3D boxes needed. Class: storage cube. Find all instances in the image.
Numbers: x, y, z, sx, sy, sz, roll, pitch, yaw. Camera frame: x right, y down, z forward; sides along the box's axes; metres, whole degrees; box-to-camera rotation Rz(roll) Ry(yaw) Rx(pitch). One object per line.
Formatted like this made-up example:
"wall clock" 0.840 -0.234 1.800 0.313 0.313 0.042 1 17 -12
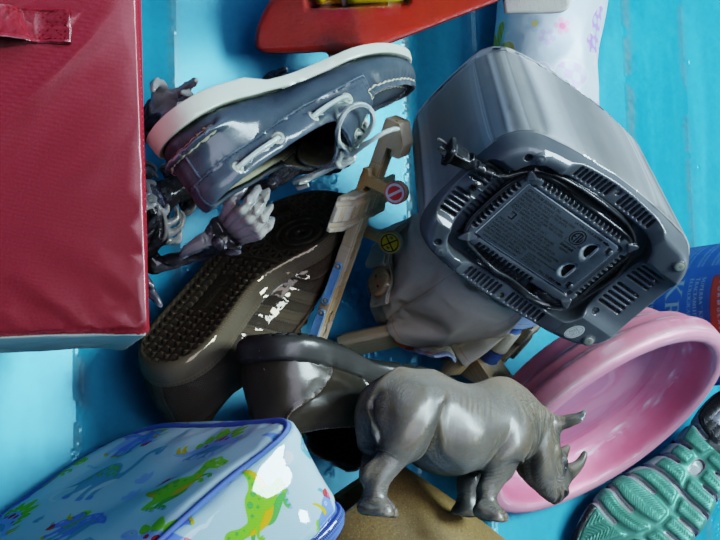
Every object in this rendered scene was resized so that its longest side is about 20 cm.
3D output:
"storage cube" -0.198 -0.049 0.740 0.171 0.200 0.180 -1 84 -13

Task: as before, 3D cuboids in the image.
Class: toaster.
"toaster" 0.108 -0.053 0.919 0.200 0.114 0.129 30 30 -27

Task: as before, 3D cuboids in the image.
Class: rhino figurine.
"rhino figurine" 0.073 0.107 0.883 0.200 0.060 0.088 10 82 -39

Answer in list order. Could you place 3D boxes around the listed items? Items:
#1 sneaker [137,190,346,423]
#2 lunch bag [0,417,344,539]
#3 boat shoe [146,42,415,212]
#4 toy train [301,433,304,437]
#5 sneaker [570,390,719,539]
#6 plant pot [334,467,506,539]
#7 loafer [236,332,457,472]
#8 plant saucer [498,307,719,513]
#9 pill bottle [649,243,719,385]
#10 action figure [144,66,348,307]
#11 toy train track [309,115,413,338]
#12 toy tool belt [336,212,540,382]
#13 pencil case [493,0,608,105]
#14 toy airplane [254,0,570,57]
"sneaker" -0.067 0.025 0.937 0.200 0.070 0.076 -44 136 -35
"lunch bag" -0.113 0.146 0.789 0.161 0.200 0.083 -38 107 -35
"boat shoe" -0.031 -0.084 0.840 0.200 0.075 0.062 -23 78 -49
"toy train" -0.076 0.170 0.883 0.042 0.056 0.200 25 57 -9
"sneaker" 0.244 0.178 1.141 0.200 0.088 0.074 -38 72 -13
"plant pot" 0.046 0.227 0.930 0.186 0.186 0.200 -36 91 -35
"loafer" -0.005 0.091 0.908 0.200 0.073 0.071 20 71 -44
"plant saucer" 0.164 0.094 1.037 0.200 0.201 0.051 -8 50 -37
"pill bottle" 0.299 0.031 1.115 0.112 0.200 0.112 6 80 -36
"action figure" -0.101 -0.060 0.888 0.200 0.102 0.119 -33 89 -35
"toy train track" 0.000 0.000 0.934 0.200 0.033 0.115 -70 167 17
"toy tool belt" 0.085 0.022 1.027 0.200 0.123 0.125 4 50 -44
"pencil case" 0.144 -0.154 1.096 0.091 0.083 0.200 9 79 -13
"toy airplane" 0.043 -0.207 0.954 0.199 0.200 0.141 -26 95 -35
